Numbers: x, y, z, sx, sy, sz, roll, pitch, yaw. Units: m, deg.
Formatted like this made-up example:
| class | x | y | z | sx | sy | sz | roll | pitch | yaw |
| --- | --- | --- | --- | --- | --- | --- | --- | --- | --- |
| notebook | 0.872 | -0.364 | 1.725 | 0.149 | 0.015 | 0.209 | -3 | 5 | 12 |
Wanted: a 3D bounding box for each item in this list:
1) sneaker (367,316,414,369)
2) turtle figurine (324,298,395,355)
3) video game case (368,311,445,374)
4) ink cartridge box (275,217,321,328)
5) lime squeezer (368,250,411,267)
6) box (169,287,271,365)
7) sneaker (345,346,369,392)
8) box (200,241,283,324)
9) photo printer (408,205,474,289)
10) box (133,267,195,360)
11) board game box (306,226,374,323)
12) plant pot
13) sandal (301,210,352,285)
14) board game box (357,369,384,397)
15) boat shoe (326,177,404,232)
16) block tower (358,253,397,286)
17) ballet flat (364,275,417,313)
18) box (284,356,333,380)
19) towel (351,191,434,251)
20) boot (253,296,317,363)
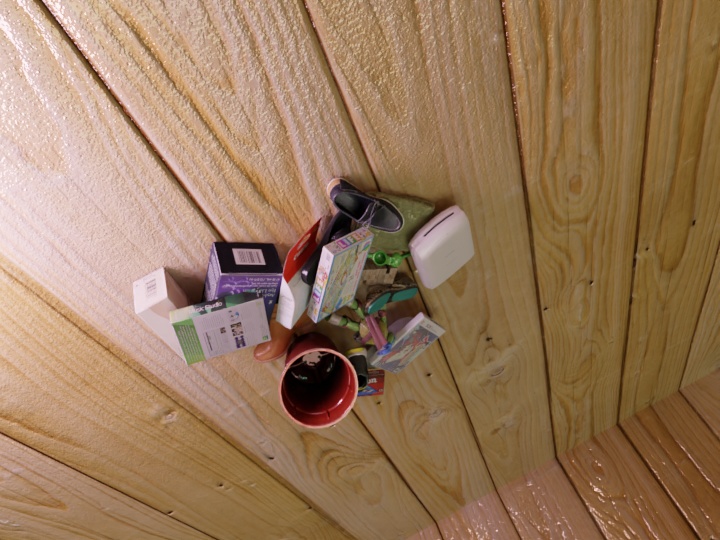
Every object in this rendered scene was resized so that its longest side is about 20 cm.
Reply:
| class | x | y | z | sx | sy | sz | roll | pitch | yaw |
| --- | --- | --- | --- | --- | --- | --- | --- | --- | --- |
| sneaker | 0.091 | 0.208 | 1.668 | 0.198 | 0.075 | 0.082 | -39 | 168 | 5 |
| turtle figurine | 0.007 | 0.118 | 1.516 | 0.191 | 0.205 | 0.143 | 30 | 140 | -23 |
| video game case | 0.134 | 0.209 | 1.601 | 0.199 | 0.023 | 0.181 | -42 | 148 | 10 |
| ink cartridge box | -0.123 | 0.005 | 1.280 | 0.046 | 0.161 | 0.204 | 25 | 129 | 10 |
| lime squeezer | 0.058 | -0.038 | 1.390 | 0.194 | 0.071 | 0.039 | 2 | 127 | -29 |
| box | -0.296 | 0.121 | 1.229 | 0.194 | 0.037 | 0.147 | -16 | 137 | -15 |
| sneaker | -0.013 | 0.287 | 1.526 | 0.072 | 0.087 | 0.203 | -6 | 143 | -1 |
| box | -0.268 | 0.047 | 1.275 | 0.143 | 0.106 | 0.204 | -1 | 132 | -27 |
| photo printer | 0.202 | -0.059 | 1.412 | 0.165 | 0.070 | 0.201 | -38 | 148 | -6 |
| box | -0.411 | 0.100 | 1.261 | 0.076 | 0.096 | 0.202 | -26 | 140 | -1 |
| board game box | -0.047 | 0.011 | 1.285 | 0.133 | 0.034 | 0.204 | -29 | 147 | -42 |
| plant pot | -0.116 | 0.262 | 1.467 | 0.193 | 0.195 | 0.208 | -2 | 104 | -9 |
| sandal | -0.059 | -0.050 | 1.265 | 0.204 | 0.047 | 0.076 | -60 | 156 | -16 |
| board game box | -0.028 | 0.331 | 1.646 | 0.192 | 0.020 | 0.105 | -5 | 134 | -6 |
| boat shoe | 0.013 | -0.131 | 1.242 | 0.196 | 0.063 | 0.075 | 28 | 117 | -24 |
| block tower | 0.000 | 0.000 | 1.409 | 0.194 | 0.055 | 0.059 | -5 | 134 | -24 |
| ballet flat | 0.064 | 0.054 | 1.463 | 0.196 | 0.076 | 0.069 | -18 | 145 | -42 |
| box | -0.136 | 0.318 | 1.658 | 0.154 | 0.047 | 0.204 | -14 | 137 | -15 |
| towel | 0.073 | -0.115 | 1.347 | 0.194 | 0.037 | 0.151 | 5 | 128 | -30 |
| boot | -0.210 | 0.130 | 1.416 | 0.198 | 0.074 | 0.156 | -37 | 141 | -8 |
